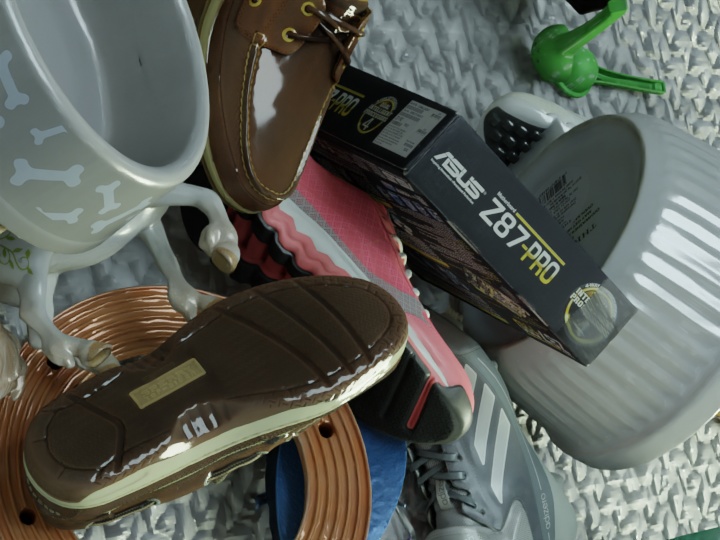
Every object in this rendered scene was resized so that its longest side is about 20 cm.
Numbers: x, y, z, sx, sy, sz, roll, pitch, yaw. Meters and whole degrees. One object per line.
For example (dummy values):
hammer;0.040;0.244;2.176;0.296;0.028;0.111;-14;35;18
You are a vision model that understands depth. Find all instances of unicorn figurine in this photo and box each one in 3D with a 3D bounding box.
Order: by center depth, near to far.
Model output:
unicorn figurine;-0.125;-0.021;1.330;0.200;0.074;0.137;-23;59;-39

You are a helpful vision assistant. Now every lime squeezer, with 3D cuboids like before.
lime squeezer;0.146;-0.138;1.715;0.038;0.070;0.200;67;8;16

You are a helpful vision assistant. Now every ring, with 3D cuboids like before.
ring;-0.090;0.102;1.332;0.200;0.019;0.201;10;61;-18

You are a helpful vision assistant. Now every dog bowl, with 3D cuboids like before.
dog bowl;-0.138;-0.110;1.219;0.200;0.059;0.200;49;29;-40

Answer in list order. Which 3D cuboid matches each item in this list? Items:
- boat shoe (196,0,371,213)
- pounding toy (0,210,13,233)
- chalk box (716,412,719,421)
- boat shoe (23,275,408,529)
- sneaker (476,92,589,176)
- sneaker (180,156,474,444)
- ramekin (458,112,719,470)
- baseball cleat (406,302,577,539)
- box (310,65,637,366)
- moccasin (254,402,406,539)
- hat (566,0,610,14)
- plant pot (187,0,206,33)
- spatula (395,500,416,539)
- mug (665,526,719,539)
boat shoe;-0.034;-0.127;1.359;0.072;0.067;0.201;27;67;-46
pounding toy;-0.251;-0.076;1.197;0.185;0.142;0.200;64;24;-8
chalk box;0.318;0.027;1.734;0.124;0.200;0.125;50;44;-23
boat shoe;-0.071;0.065;1.304;0.202;0.075;0.075;-20;60;-21
sneaker;0.144;-0.059;1.683;0.200;0.075;0.081;32;34;-35
sneaker;0.000;0.000;1.400;0.200;0.074;0.087;47;50;12
ramekin;0.146;0.004;1.559;0.105;0.200;0.201;33;52;-23
baseball cleat;0.053;0.107;1.504;0.200;0.070;0.107;51;44;-20
box;0.042;-0.036;1.458;0.049;0.200;0.161;-46;117;-8
moccasin;-0.013;0.085;1.428;0.080;0.068;0.200;18;53;-11
hat;0.098;-0.239;1.644;0.081;0.201;0.201;-14;85;-17
plant pot;-0.123;-0.203;1.411;0.201;0.093;0.201;22;59;-41
spatula;0.019;0.106;1.456;0.057;0.020;0.201;25;65;-76
mug;0.195;0.245;1.573;0.152;0.114;0.185;36;51;-34
